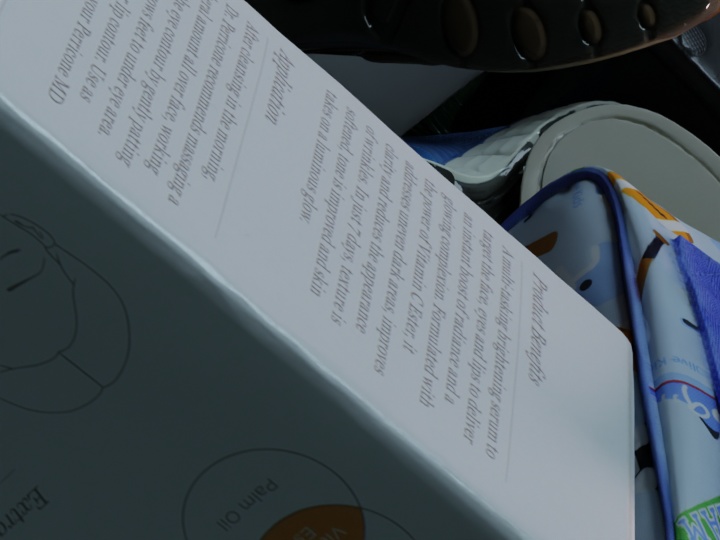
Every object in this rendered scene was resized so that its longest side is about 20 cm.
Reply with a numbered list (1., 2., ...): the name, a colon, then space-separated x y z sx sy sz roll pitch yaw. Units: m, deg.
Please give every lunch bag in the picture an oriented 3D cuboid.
1. lunch bag: 0.045 0.076 0.664 0.075 0.160 0.200 33 28 -23

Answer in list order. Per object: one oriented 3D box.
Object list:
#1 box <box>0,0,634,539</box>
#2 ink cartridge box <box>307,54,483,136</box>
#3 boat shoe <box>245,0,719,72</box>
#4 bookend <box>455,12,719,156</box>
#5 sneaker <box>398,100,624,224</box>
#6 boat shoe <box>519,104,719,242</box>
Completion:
1. box: -0.064 0.026 0.583 0.200 0.152 0.106 41 26 -17
2. ink cartridge box: 0.054 -0.159 0.972 0.083 0.200 0.145 41 26 -26
3. boat shoe: 0.014 -0.097 0.859 0.074 0.199 0.076 -14 105 -70
4. bookend: 0.110 -0.057 0.973 0.092 0.199 0.200 44 46 -9
5. sneaker: 0.000 0.000 0.824 0.199 0.089 0.079 -11 91 -43
6. boat shoe: 0.100 0.045 0.780 0.063 0.072 0.200 77 -13 -62
